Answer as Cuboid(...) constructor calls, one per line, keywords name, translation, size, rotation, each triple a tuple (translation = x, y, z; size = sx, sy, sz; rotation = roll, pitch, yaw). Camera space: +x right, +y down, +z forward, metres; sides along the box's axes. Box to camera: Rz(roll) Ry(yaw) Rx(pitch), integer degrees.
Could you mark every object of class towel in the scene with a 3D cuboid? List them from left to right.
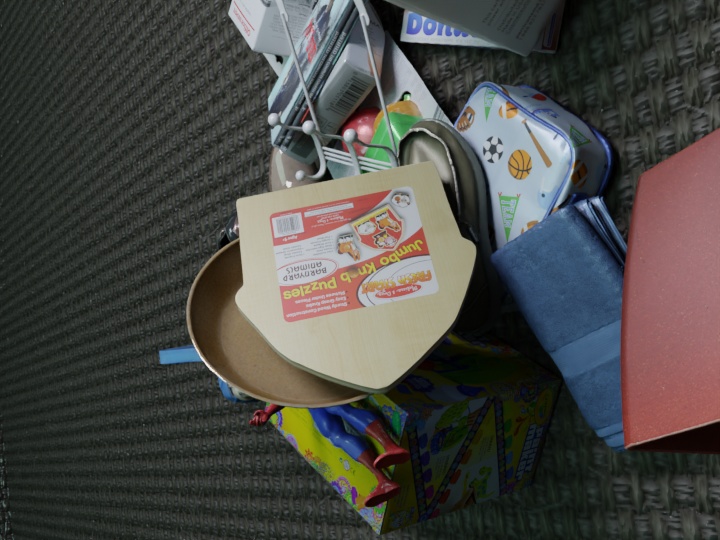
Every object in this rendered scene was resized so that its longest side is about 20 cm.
Cuboid(name="towel", translation=(0.195, 0.046, 0.687), size=(0.112, 0.048, 0.201), rotation=(-34, 88, 46))

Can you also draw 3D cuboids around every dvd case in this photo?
Cuboid(name="dvd case", translation=(-0.050, -0.247, 0.945), size=(0.200, 0.022, 0.146), rotation=(-57, 23, 24))

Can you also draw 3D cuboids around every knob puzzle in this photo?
Cuboid(name="knob puzzle", translation=(-0.002, 0.011, 0.686), size=(0.220, 0.219, 0.031), rotation=(59, 168, 31))

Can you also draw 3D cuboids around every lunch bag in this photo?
Cuboid(name="lunch bag", translation=(0.135, -0.059, 0.782), size=(0.160, 0.075, 0.201), rotation=(46, 127, 38))

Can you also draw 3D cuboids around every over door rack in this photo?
Cuboid(name="over door rack", translation=(-0.031, -0.171, 0.819), size=(0.147, 0.066, 0.201), rotation=(22, 125, 49))

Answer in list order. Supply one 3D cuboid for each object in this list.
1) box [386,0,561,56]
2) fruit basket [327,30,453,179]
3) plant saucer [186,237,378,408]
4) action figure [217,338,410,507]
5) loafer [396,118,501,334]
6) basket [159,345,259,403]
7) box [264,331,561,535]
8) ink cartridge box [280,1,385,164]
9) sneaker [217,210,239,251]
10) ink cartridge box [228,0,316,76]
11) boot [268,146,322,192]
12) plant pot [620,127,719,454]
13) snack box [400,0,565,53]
Cuboid(name="box", translation=(0.086, -0.322, 0.698), size=(0.200, 0.199, 0.172), rotation=(-58, 48, 25))
Cuboid(name="fruit basket", translation=(0.031, -0.131, 0.922), size=(0.186, 0.093, 0.201), rotation=(-63, 31, 33))
Cuboid(name="plant saucer", translation=(-0.042, 0.040, 0.705), size=(0.200, 0.199, 0.036), rotation=(54, 153, 35))
Cuboid(name="action figure", translation=(-0.054, 0.112, 0.709), size=(0.200, 0.098, 0.066), rotation=(46, 133, 44))
Cuboid(name="loafer", translation=(0.070, -0.040, 0.750), size=(0.075, 0.069, 0.201), rotation=(-26, 75, 46))
Cuboid(name="basket", translation=(-0.130, 0.093, 1.059), size=(0.199, 0.176, 0.140), rotation=(-4, 93, 42))
Cuboid(name="box", translation=(0.045, 0.124, 0.816), size=(0.200, 0.192, 0.123), rotation=(33, 119, 46))
Cuboid(name="ink cartridge box", translation=(-0.027, -0.243, 0.983), size=(0.162, 0.050, 0.201), rotation=(-44, 28, 46))
Cuboid(name="sneaker", translation=(-0.151, -0.050, 1.102), size=(0.077, 0.082, 0.200), rotation=(64, 169, 4))
Cuboid(name="ink cartridge box", translation=(-0.108, -0.351, 1.074), size=(0.116, 0.067, 0.201), rotation=(58, 136, 45))
Cuboid(name="boot", translation=(-0.046, -0.060, 1.001), size=(0.146, 0.070, 0.201), rotation=(25, 133, 67))
Cuboid(name="plant pot", translation=(0.278, 0.002, 0.511), size=(0.200, 0.199, 0.177), rotation=(-34, 55, 49))
Cuboid(name="snack box", translation=(0.115, -0.255, 0.830), size=(0.200, 0.024, 0.072), rotation=(22, 108, 50))
